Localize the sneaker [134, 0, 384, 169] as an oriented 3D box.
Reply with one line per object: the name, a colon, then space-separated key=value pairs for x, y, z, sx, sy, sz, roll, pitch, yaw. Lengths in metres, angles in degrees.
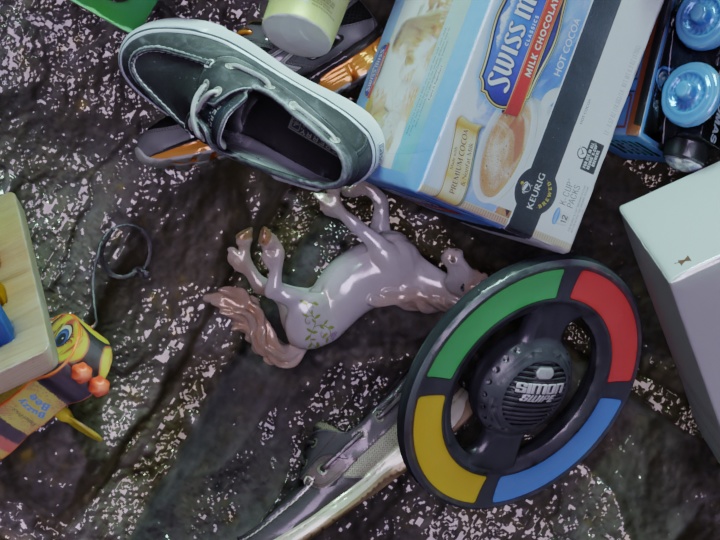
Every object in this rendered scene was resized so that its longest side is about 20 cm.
sneaker: x=-0.074 y=-0.134 z=1.604 sx=0.200 sy=0.078 sz=0.077 roll=-30 pitch=92 yaw=-10

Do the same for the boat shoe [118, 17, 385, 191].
boat shoe: x=-0.083 y=-0.106 z=1.512 sx=0.200 sy=0.068 sz=0.072 roll=29 pitch=118 yaw=15

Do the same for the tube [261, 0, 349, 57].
tube: x=-0.015 y=-0.242 z=1.587 sx=0.058 sy=0.052 sz=0.200 roll=39 pitch=57 yaw=-38

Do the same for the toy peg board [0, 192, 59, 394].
toy peg board: x=-0.325 y=0.015 z=1.533 sx=0.200 sy=0.199 sz=0.098 roll=-25 pitch=126 yaw=1

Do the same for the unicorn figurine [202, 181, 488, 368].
unicorn figurine: x=0.000 y=0.000 z=1.615 sx=0.200 sy=0.074 sz=0.138 roll=-32 pitch=102 yaw=15

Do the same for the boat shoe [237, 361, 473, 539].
boat shoe: x=-0.011 y=0.134 z=1.616 sx=0.200 sy=0.072 sz=0.065 roll=-37 pitch=87 yaw=-3

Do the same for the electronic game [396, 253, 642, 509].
electronic game: x=0.112 y=0.078 z=1.577 sx=0.200 sy=0.042 sz=0.200 roll=-17 pitch=126 yaw=-25

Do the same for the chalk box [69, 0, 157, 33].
chalk box: x=-0.134 y=-0.264 z=1.573 sx=0.124 sy=0.124 sz=0.200 roll=28 pitch=93 yaw=-2

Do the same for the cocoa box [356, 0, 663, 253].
cocoa box: x=0.093 y=-0.132 z=1.551 sx=0.131 sy=0.133 sz=0.201 roll=21 pitch=90 yaw=-29

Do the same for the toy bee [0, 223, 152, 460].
toy bee: x=-0.220 y=0.066 z=1.580 sx=0.131 sy=0.109 sz=0.200 roll=17 pitch=110 yaw=-28

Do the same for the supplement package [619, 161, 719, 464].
supplement package: x=0.271 y=0.037 z=1.552 sx=0.117 sy=0.117 sz=0.200 roll=-23 pitch=120 yaw=1

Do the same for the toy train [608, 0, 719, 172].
toy train: x=0.224 y=-0.167 z=1.585 sx=0.114 sy=0.087 sz=0.201 roll=8 pitch=81 yaw=37
